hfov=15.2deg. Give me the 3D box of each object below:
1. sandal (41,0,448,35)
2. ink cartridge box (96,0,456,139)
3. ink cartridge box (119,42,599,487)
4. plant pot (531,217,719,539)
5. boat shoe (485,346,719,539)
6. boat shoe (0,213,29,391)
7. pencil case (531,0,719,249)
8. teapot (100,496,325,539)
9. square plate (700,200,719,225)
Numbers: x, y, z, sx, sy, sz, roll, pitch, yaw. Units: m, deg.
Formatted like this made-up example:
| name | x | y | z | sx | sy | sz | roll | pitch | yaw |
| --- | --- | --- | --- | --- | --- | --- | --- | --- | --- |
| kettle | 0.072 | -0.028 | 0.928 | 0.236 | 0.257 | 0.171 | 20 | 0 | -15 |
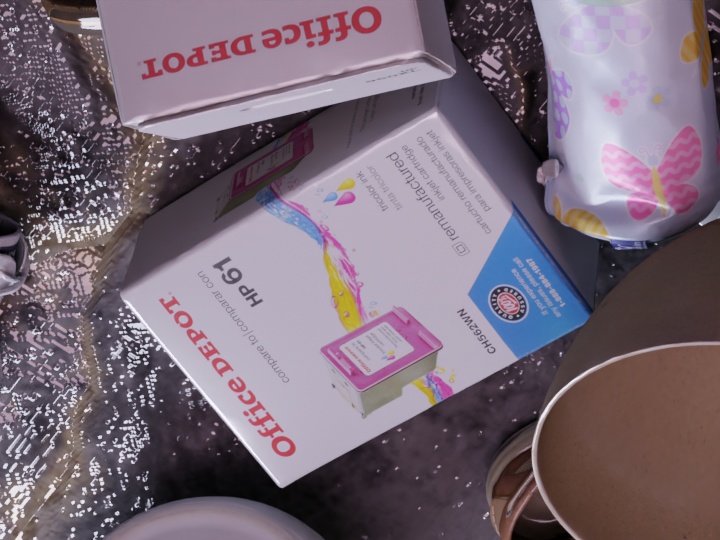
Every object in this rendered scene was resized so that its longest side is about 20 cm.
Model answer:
| name | x | y | z | sx | sy | sz | roll | pitch | yaw |
| --- | --- | --- | --- | --- | --- | --- | --- | --- | --- |
| sandal | -0.056 | -0.120 | 1.313 | 0.200 | 0.082 | 0.055 | 1 | 129 | 5 |
| ink cartridge box | -0.049 | -0.171 | 1.227 | 0.144 | 0.084 | 0.200 | -12 | 85 | 13 |
| ink cartridge box | 0.000 | 0.000 | 1.372 | 0.200 | 0.085 | 0.145 | -29 | 113 | 22 |
| plant pot | 0.191 | 0.051 | 1.294 | 0.200 | 0.135 | 0.201 | 9 | 139 | 8 |
| boat shoe | 0.148 | 0.089 | 1.413 | 0.076 | 0.072 | 0.200 | 40 | 115 | -16 |
| boat shoe | -0.209 | -0.013 | 1.403 | 0.068 | 0.072 | 0.200 | -7 | 110 | 10 |
| pencil case | 0.122 | -0.113 | 1.295 | 0.091 | 0.083 | 0.200 | 3 | 121 | 22 |
| teapot | -0.068 | 0.226 | 1.477 | 0.197 | 0.200 | 0.146 | -42 | 151 | -5 |
| square plate | 0.277 | -0.018 | 1.311 | 0.198 | 0.028 | 0.200 | 39 | 137 | -5 |
